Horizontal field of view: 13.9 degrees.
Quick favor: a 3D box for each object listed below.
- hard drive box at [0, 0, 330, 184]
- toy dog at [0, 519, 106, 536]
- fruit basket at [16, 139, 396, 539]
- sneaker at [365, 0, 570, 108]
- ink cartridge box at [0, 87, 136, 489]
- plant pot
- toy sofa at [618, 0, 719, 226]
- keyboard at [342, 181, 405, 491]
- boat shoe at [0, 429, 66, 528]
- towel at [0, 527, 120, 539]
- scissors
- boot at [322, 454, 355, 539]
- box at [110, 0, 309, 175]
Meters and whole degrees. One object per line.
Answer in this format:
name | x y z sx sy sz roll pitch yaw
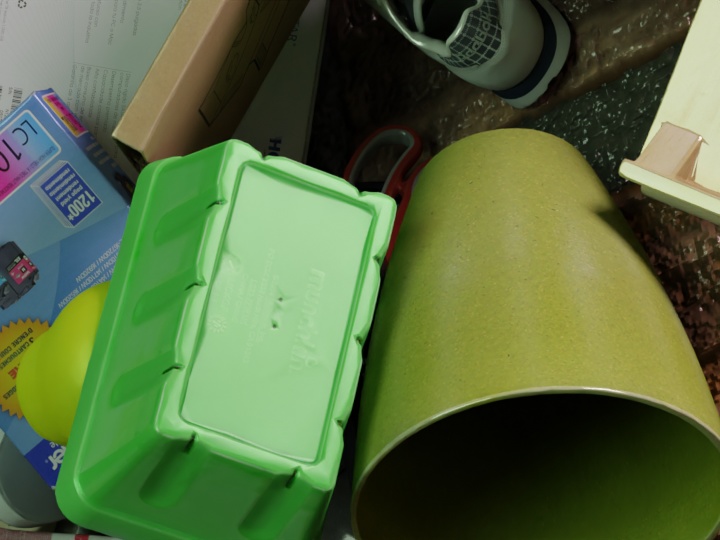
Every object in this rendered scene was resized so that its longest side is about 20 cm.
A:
hard drive box | -0.125 -0.116 1.665 0.077 0.199 0.157 167 113 -82
toy dog | -0.154 0.204 1.684 0.096 0.132 0.201 -17 74 -5
fruit basket | -0.081 0.051 1.466 0.216 0.155 0.217 -160 90 -77
sneaker | 0.033 -0.163 1.621 0.200 0.080 0.077 40 108 45
ink cartridge box | -0.154 0.020 1.581 0.136 0.076 0.200 -40 95 7
plant pot | 0.082 0.035 1.471 0.187 0.187 0.201 -34 43 32
toy sofa | 0.208 -0.117 1.453 0.083 0.098 0.201 23 95 20
keyboard | 0.008 0.037 1.572 0.040 0.104 0.201 113 148 -59
boat shoe | -0.169 0.088 1.691 0.064 0.200 0.071 -26 105 35
towel | -0.112 0.219 1.604 0.023 0.199 0.145 105 169 -78
scissors | 0.000 0.000 1.572 0.073 0.014 0.200 21 56 14
boot | -0.014 0.080 1.612 0.174 0.069 0.200 36 87 29
box | -0.062 -0.134 1.555 0.021 0.164 0.201 29 83 9
